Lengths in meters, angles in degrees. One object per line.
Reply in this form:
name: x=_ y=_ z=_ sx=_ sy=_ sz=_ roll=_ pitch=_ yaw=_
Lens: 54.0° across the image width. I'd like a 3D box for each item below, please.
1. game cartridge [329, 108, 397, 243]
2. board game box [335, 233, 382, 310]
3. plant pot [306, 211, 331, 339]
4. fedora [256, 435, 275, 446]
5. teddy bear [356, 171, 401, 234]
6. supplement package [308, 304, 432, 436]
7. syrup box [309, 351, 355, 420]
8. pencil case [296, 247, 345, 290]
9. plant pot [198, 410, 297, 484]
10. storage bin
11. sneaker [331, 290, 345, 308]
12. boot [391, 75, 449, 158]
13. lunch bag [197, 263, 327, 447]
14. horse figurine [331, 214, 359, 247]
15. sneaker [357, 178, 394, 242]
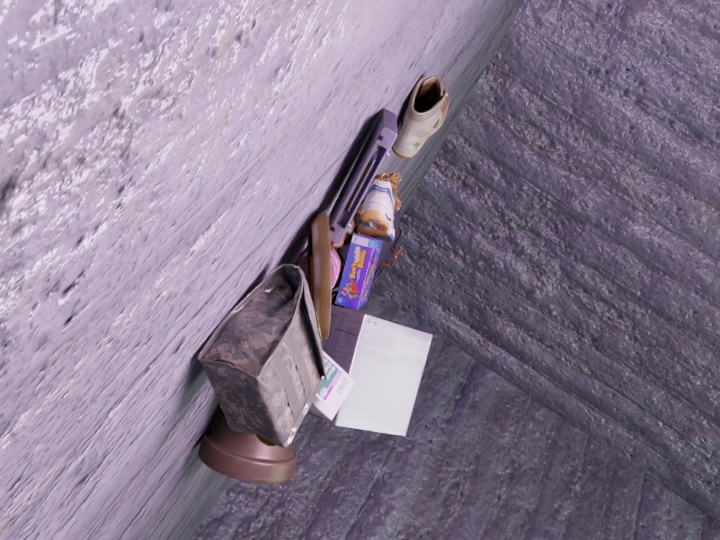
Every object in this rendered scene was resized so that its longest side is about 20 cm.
game cartridge: x=0.004 y=-0.153 z=1.137 sx=0.202 sy=0.038 sz=0.130 roll=-61 pitch=-174 yaw=23
board game box: x=0.000 y=0.000 z=1.394 sx=0.200 sy=0.044 sz=0.137 roll=-8 pitch=114 yaw=-85
plant pot: x=-0.068 y=0.008 z=1.121 sx=0.200 sy=0.027 sz=0.204 roll=180 pitch=-90 yaw=-83
fedora: x=-0.184 y=0.214 z=1.271 sx=0.081 sy=0.202 sz=0.202 roll=6 pitch=128 yaw=-37
teddy bear: x=0.029 y=-0.127 z=1.502 sx=0.144 sy=0.067 sz=0.201 roll=-28 pitch=145 yaw=-11
supplement package: x=0.003 y=0.187 z=1.343 sx=0.146 sy=0.190 sz=0.203 roll=11 pitch=-96 yaw=49
syrup box: x=-0.105 y=0.154 z=1.159 sx=0.081 sy=0.200 sz=0.079 roll=7 pitch=-124 yaw=51
pencil case: x=-0.071 y=0.001 z=1.323 sx=0.082 sy=0.088 sz=0.200 roll=-24 pitch=178 yaw=3
plant pot: x=-0.211 y=0.307 z=1.423 sx=0.200 sy=0.197 sz=0.177 roll=-5 pitch=109 yaw=-86
storage bin: x=0.031 y=-0.084 z=1.675 sx=0.201 sy=0.144 sz=0.135 roll=-55 pitch=166 yaw=-33
sneaker: x=-0.068 y=0.119 z=1.453 sx=0.085 sy=0.074 sz=0.202 roll=-53 pitch=-154 yaw=36
boot: x=0.138 y=-0.336 z=1.412 sx=0.201 sy=0.072 sz=0.155 roll=-56 pitch=174 yaw=-27
lunch bag: x=-0.114 y=0.112 z=0.986 sx=0.166 sy=0.116 sz=0.201 roll=80 pitch=31 yaw=-43
horse figurine: x=-0.030 y=-0.091 z=1.341 sx=0.134 sy=0.049 sz=0.200 roll=-65 pitch=177 yaw=22
sneaker: x=0.039 y=-0.112 z=1.345 sx=0.200 sy=0.074 sz=0.090 roll=106 pitch=-2 yaw=-81
